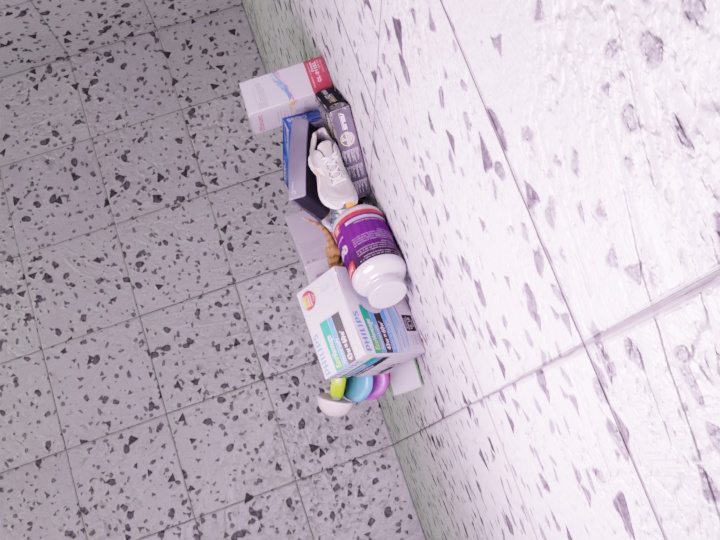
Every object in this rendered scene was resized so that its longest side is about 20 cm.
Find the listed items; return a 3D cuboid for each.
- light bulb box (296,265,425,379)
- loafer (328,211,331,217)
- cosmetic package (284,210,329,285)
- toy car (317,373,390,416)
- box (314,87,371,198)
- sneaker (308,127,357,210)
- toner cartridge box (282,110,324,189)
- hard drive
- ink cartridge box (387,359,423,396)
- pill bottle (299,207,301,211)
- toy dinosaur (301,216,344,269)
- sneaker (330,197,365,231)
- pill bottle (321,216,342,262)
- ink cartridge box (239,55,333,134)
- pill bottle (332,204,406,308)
[{"bbox_3d":[0.002,0.108,1.536,0.199,0.124,0.200,4,-122,-50],"label":"light bulb box"},{"bbox_3d":[-0.074,-0.221,1.741,0.075,0.069,0.203,6,-97,-65],"label":"loafer"},{"bbox_3d":[-0.119,-0.049,1.844,0.114,0.080,0.201,77,172,-48],"label":"cosmetic package"},{"bbox_3d":[-0.007,0.235,1.654,0.200,0.148,0.177,-5,-74,-81],"label":"toy car"},{"bbox_3d":[-0.038,-0.274,1.588,0.162,0.049,0.202,-115,8,-60],"label":"box"},{"bbox_3d":[-0.063,-0.208,1.500,0.093,0.075,0.201,86,160,-50],"label":"sneaker"},{"bbox_3d":[-0.136,-0.286,1.772,0.201,0.094,0.043,96,151,-54],"label":"toner cartridge box"},{"bbox_3d":[-0.106,-0.224,1.630,0.135,0.042,0.202,34,-129,-53],"label":"hard drive"},{"bbox_3d":[0.076,0.199,1.810,0.200,0.083,0.148,-136,29,-77],"label":"ink cartridge box"},{"bbox_3d":[-0.096,-0.179,1.968,0.200,0.108,0.111,-174,65,-76],"label":"pill bottle"},{"bbox_3d":[-0.060,-0.050,1.657,0.060,0.106,0.202,18,131,37],"label":"toy dinosaur"},{"bbox_3d":[-0.040,-0.132,1.640,0.200,0.077,0.087,-76,9,-75],"label":"sneaker"},{"bbox_3d":[-0.030,-0.074,1.849,0.201,0.108,0.109,77,172,-47],"label":"pill bottle"},{"bbox_3d":[-0.168,-0.397,1.687,0.146,0.198,0.084,124,127,-83],"label":"ink cartridge box"},{"bbox_3d":[0.021,-0.027,1.461,0.113,0.111,0.201,78,172,-52],"label":"pill bottle"}]
